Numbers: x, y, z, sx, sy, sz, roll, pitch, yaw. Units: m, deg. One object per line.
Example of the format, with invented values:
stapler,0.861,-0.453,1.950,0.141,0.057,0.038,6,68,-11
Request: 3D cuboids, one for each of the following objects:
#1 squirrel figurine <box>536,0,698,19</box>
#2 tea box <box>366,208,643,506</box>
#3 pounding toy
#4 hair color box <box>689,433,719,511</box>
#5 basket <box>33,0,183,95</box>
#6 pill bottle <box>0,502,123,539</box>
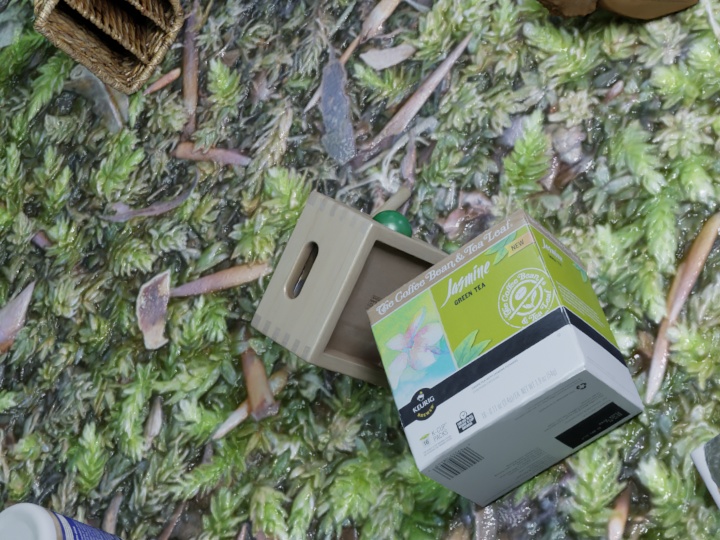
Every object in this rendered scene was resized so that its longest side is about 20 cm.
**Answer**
squirrel figurine,0.259,-0.367,1.715,0.198,0.141,0.188,-21,50,25
tea box,0.139,0.087,1.575,0.199,0.133,0.198,-34,51,19
pounding toy,0.000,0.000,1.711,0.142,0.183,0.202,28,95,42
hair color box,0.376,0.219,1.377,0.099,0.060,0.201,-37,50,17
basket,-0.324,-0.355,2.108,0.142,0.200,0.150,-30,50,20
pill bottle,-0.314,0.335,1.753,0.115,0.199,0.117,-18,58,31
